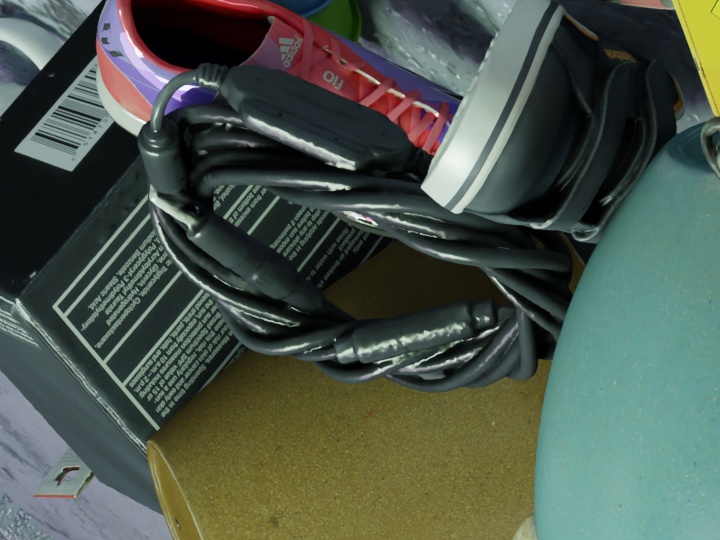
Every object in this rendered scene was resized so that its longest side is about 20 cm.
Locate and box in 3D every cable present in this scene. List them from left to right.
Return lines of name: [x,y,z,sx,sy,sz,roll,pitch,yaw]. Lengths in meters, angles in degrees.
cable: [0.000,0.000,0.892,0.198,0.051,0.164,22,146,6]

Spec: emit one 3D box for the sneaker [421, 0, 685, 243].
sneaker: [0.076,-0.052,0.808,0.079,0.079,0.200,29,-166,4]

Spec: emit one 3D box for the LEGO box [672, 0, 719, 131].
LEGO box: [0.155,-0.096,0.605,0.148,0.077,0.200,25,158,38]

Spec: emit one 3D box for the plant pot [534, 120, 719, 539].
plant pot: [0.154,0.020,0.760,0.199,0.199,0.136,17,118,50]

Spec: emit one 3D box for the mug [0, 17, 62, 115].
mug: [-0.204,-0.057,1.353,0.175,0.147,0.201,36,133,33]

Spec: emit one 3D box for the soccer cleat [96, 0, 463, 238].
soccer cleat: [-0.015,-0.068,0.911,0.198,0.069,0.073,19,154,5]

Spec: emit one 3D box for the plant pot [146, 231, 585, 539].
plant pot: [0.008,0.082,1.028,0.186,0.198,0.188,159,90,-76]

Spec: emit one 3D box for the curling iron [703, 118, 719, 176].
curling iron: [0.182,0.001,0.602,0.199,0.026,0.050,27,162,26]

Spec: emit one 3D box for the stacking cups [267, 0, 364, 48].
stacking cups: [-0.035,-0.140,0.932,0.060,0.061,0.201,31,156,25]

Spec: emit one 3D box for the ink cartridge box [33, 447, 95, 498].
ink cartridge box: [-0.102,0.072,1.322,0.050,0.200,0.109,43,162,-12]

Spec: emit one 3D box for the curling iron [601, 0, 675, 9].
curling iron: [0.080,-0.112,0.788,0.026,0.050,0.200,47,166,-20]

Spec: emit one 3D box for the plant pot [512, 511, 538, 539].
plant pot: [0.146,0.159,0.819,0.181,0.202,0.201,5,162,-5]

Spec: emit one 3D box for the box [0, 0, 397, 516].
box: [-0.088,-0.009,1.100,0.123,0.200,0.199,19,153,46]
